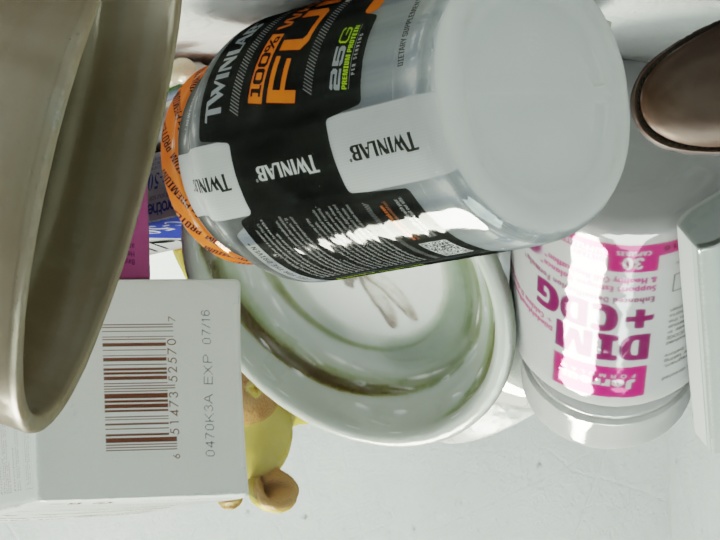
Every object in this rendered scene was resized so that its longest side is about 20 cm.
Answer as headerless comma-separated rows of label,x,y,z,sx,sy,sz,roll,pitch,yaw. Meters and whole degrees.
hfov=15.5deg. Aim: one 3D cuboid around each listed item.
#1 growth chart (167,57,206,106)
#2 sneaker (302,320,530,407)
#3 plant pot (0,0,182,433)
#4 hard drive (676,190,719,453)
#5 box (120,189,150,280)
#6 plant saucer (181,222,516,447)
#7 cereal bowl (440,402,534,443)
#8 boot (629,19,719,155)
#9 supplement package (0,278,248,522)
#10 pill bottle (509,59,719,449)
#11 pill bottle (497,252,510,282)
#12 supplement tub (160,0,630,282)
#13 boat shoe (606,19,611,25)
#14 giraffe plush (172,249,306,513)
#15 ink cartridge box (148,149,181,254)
growth chart,-0.032,-0.090,1.336,0.199,0.018,0.145,0,172,-26
sneaker,0.019,0.037,1.500,0.199,0.081,0.077,25,149,21
plant pot,-0.171,-0.058,0.939,0.173,0.201,0.200,13,174,4
hard drive,0.222,0.005,1.329,0.131,0.026,0.200,-31,148,-10
box,-0.224,-0.028,1.465,0.175,0.097,0.200,0,174,-18
plant saucer,0.000,0.000,1.417,0.199,0.201,0.050,-7,-152,36
cereal bowl,0.098,0.022,1.791,0.200,0.083,0.200,-36,-162,13
boot,0.201,-0.101,1.100,0.185,0.065,0.200,-16,175,6
supplement package,-0.145,0.073,1.438,0.117,0.118,0.200,-1,173,-20
pill bottle,0.133,-0.002,1.363,0.113,0.114,0.201,-2,142,0
pill bottle,0.165,-0.028,1.508,0.199,0.113,0.112,0,173,-12
supplement tub,0.009,-0.061,1.144,0.122,0.123,0.199,4,170,-41
boat shoe,0.050,-0.077,1.236,0.060,0.072,0.201,38,150,-6
giraffe plush,-0.074,0.070,1.716,0.172,0.201,0.162,-5,-149,43
ink cartridge box,-0.125,-0.040,1.611,0.094,0.045,0.200,1,173,-36
